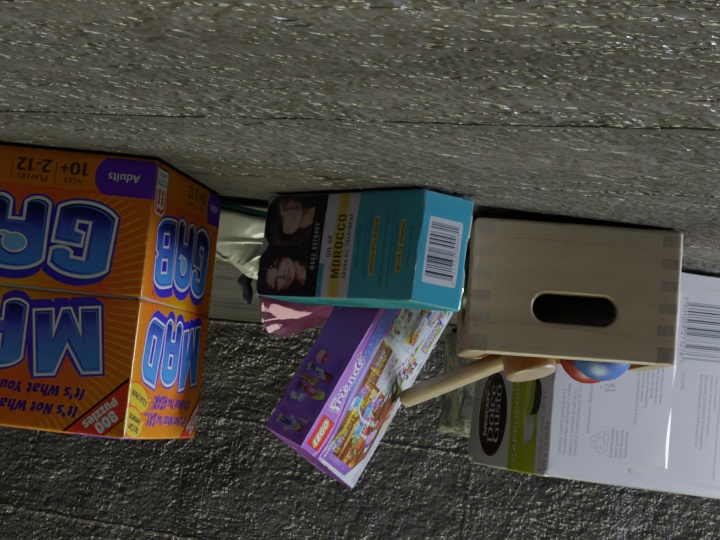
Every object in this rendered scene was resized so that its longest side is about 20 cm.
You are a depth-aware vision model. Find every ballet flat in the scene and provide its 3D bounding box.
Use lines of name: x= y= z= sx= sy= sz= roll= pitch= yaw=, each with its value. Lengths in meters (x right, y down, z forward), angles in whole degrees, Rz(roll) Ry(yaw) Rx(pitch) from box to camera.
ballet flat: x=-0.063 y=-0.019 z=1.435 sx=0.198 sy=0.070 sz=0.069 roll=7 pitch=176 yaw=5

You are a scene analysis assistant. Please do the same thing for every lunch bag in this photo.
lunch bag: x=0.211 y=0.197 z=2.978 sx=0.167 sy=0.202 sz=0.139 roll=-2 pitch=168 yaw=44

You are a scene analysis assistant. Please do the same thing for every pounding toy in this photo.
pounding toy: x=0.136 y=0.042 z=1.353 sx=0.198 sy=0.143 sz=0.184 roll=4 pitch=175 yaw=0

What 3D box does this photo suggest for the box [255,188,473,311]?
box: x=-0.001 y=-0.015 z=1.283 sx=0.049 sy=0.083 sz=0.199 roll=12 pitch=173 yaw=-36

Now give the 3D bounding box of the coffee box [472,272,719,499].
coffee box: x=0.235 y=0.099 z=1.615 sx=0.199 sy=0.201 sz=0.198 roll=8 pitch=176 yaw=-15

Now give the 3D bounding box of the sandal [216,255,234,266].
sandal: x=-0.209 y=-0.020 z=1.670 sx=0.199 sy=0.054 sz=0.080 roll=9 pitch=-176 yaw=-22

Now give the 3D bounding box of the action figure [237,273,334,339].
action figure: x=0.000 y=0.000 z=1.541 sx=0.199 sy=0.150 sz=0.134 roll=-14 pitch=-178 yaw=14

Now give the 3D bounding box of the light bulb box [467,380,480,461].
light bulb box: x=0.230 y=0.111 z=1.781 sx=0.197 sy=0.202 sz=0.125 roll=8 pitch=176 yaw=-15

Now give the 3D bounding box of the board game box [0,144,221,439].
board game box: x=-0.235 y=0.019 z=1.319 sx=0.198 sy=0.201 sz=0.200 roll=6 pitch=175 yaw=10

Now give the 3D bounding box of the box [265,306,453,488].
box: x=0.008 y=0.068 z=1.403 sx=0.039 sy=0.201 sz=0.137 roll=26 pitch=169 yaw=25
